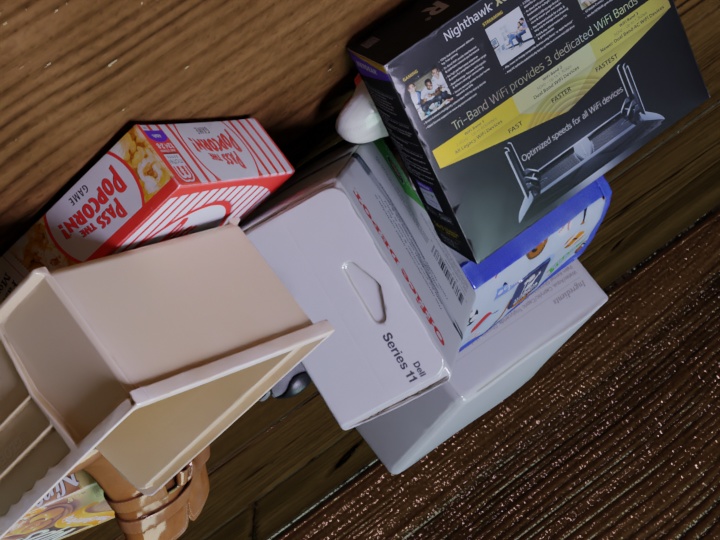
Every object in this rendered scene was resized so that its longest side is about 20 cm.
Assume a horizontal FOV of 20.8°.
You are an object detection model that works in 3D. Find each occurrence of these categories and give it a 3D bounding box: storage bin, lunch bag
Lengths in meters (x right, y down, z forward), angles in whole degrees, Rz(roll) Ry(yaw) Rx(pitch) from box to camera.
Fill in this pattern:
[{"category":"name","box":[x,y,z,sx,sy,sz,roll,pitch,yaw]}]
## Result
[{"category":"storage bin","box":[-0.153,0.075,1.119,0.199,0.094,0.200,-43,168,29]},{"category":"lunch bag","box":[0.081,-0.020,1.517,0.170,0.124,0.200,-36,-165,-25]}]

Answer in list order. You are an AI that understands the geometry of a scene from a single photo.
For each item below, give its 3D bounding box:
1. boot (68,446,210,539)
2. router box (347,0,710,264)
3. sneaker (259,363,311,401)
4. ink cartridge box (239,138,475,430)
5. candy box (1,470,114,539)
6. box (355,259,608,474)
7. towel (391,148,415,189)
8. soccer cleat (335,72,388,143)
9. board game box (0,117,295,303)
[{"category":"boot","box":[-0.175,0.141,1.397,0.200,0.077,0.156,-42,141,-47]},{"category":"router box","box":[0.111,-0.125,1.248,0.200,0.157,0.052,-35,-149,-13]},{"category":"sneaker","box":[-0.071,0.033,1.416,0.075,0.116,0.200,-35,170,-15]},{"category":"ink cartridge box","box":[0.000,0.000,1.277,0.083,0.147,0.200,-29,-173,13]},{"category":"candy box","box":[-0.255,0.177,1.521,0.115,0.055,0.200,-21,169,-9]},{"category":"box","box":[0.079,0.046,1.820,0.200,0.171,0.199,-32,168,-29]},{"category":"towel","box":[0.099,-0.120,1.431,0.191,0.032,0.200,-37,-175,-9]},{"category":"soccer cleat","box":[0.073,-0.131,1.291,0.200,0.078,0.069,-33,169,-22]},{"category":"board game box","box":[-0.150,-0.009,1.159,0.200,0.046,0.151,-42,169,22]}]
